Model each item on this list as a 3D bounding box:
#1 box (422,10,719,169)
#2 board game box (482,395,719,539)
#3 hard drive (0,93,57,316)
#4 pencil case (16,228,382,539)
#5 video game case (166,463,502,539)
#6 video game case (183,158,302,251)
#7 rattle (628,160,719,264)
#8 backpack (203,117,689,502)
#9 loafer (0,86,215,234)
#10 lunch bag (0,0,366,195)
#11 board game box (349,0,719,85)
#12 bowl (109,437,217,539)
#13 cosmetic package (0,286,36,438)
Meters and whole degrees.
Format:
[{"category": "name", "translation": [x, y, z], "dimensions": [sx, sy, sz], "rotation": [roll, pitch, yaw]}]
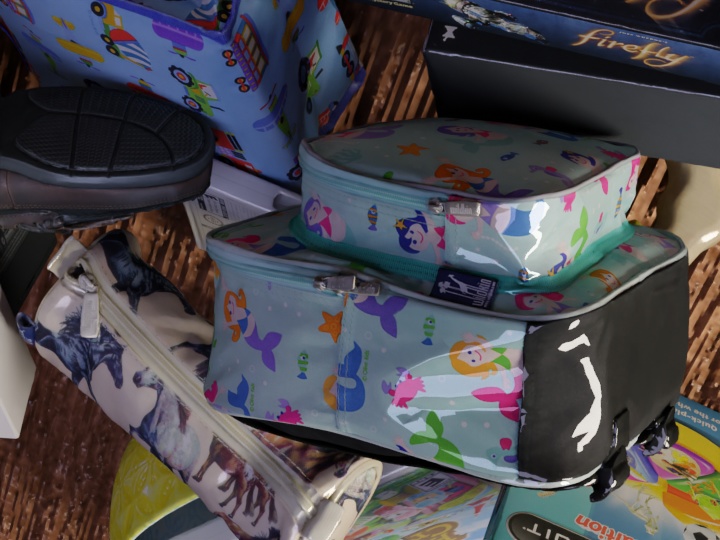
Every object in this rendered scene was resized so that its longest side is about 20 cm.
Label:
[{"category": "box", "translation": [0.142, -0.128, 0.780], "dimensions": [0.198, 0.142, 0.079], "rotation": [11, 160, 12]}, {"category": "board game box", "translation": [0.146, 0.133, 0.896], "dimensions": [0.150, 0.200, 0.047], "rotation": [24, 123, 3]}, {"category": "hard drive", "translation": [-0.227, -0.074, 0.937], "dimensions": [0.033, 0.140, 0.201], "rotation": [-12, 114, 11]}, {"category": "pencil case", "translation": [-0.076, 0.066, 0.840], "dimensions": [0.200, 0.089, 0.078], "rotation": [41, 92, 20]}, {"category": "video game case", "translation": [-0.014, 0.152, 0.973], "dimensions": [0.199, 0.182, 0.022], "rotation": [-26, 65, 16]}, {"category": "video game case", "translation": [0.000, 0.000, 0.924], "dimensions": [0.199, 0.018, 0.143], "rotation": [23, 166, 5]}, {"category": "rattle", "translation": [0.097, -0.070, 0.901], "dimensions": [0.130, 0.143, 0.200], "rotation": [-40, 82, 5]}, {"category": "backpack", "translation": [0.030, 0.011, 0.759], "dimensions": [0.199, 0.177, 0.152], "rotation": [2, 102, 27]}, {"category": "loafer", "translation": [-0.167, -0.048, 0.846], "dimensions": [0.198, 0.072, 0.063], "rotation": [3, 133, 4]}, {"category": "lunch bag", "translation": [-0.117, -0.122, 0.882], "dimensions": [0.199, 0.095, 0.151], "rotation": [11, 154, 21]}, {"category": "board game box", "translation": [0.076, -0.167, 0.746], "dimensions": [0.199, 0.136, 0.035], "rotation": [14, 163, 14]}, {"category": "bowl", "translation": [-0.055, 0.096, 0.984], "dimensions": [0.200, 0.199, 0.108], "rotation": [-34, 61, 30]}, {"category": "cosmetic package", "translation": [-0.223, 0.004, 0.829], "dimensions": [0.082, 0.051, 0.201], "rotation": [0, 141, 8]}]
